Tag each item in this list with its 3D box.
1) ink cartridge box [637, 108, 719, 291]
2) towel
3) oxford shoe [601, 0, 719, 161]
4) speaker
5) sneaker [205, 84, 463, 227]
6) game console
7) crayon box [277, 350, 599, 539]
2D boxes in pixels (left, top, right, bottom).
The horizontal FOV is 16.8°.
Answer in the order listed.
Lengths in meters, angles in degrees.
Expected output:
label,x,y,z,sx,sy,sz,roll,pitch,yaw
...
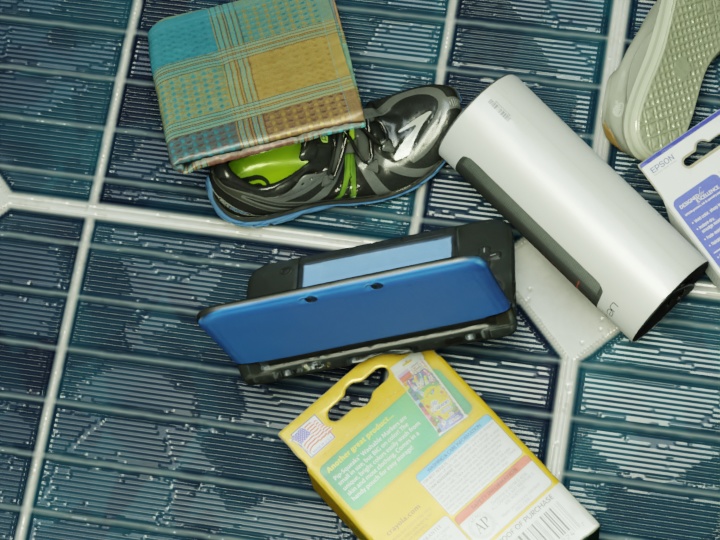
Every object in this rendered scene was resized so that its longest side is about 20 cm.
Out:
label,x,y,z,sx,sy,sz,roll,pitch,yaw
ink cartridge box,0.291,-0.018,1.735,0.094,0.037,0.201,-33,77,-7
towel,-0.078,-0.143,1.780,0.145,0.022,0.201,-15,36,-1
oxford shoe,0.229,-0.168,1.794,0.058,0.075,0.201,-1,58,54
speaker,0.152,-0.044,1.731,0.081,0.081,0.200,-43,78,-11
sneaker,-0.017,-0.087,1.772,0.198,0.083,0.071,-17,68,-4
game console,0.000,0.000,1.673,0.198,0.119,0.171,-11,38,10
crayon box,0.054,0.151,1.692,0.126,0.052,0.200,-40,72,-10
